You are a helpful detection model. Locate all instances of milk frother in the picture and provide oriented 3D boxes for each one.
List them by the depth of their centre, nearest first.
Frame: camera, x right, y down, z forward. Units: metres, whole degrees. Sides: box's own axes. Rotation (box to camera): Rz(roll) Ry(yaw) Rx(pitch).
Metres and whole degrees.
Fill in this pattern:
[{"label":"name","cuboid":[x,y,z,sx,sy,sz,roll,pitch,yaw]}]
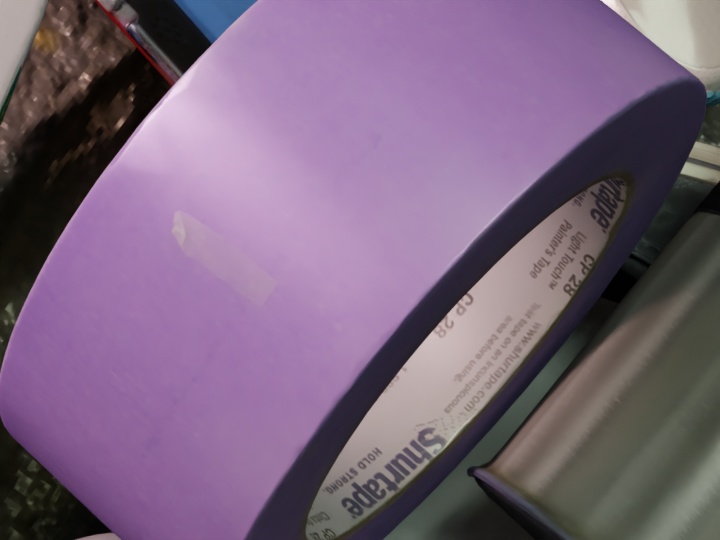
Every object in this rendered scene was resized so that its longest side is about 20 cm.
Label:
[{"label":"milk frother","cuboid":[0.133,0.020,0.697,0.188,0.200,0.180,-51,47,-5]}]

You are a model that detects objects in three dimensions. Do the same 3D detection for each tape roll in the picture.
[{"label":"tape roll","cuboid":[0.000,0.000,0.671,0.085,0.200,0.200,41,56,15]}]

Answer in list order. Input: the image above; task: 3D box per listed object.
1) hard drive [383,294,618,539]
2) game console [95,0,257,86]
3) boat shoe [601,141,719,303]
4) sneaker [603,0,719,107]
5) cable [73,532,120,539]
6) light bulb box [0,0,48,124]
[{"label":"hard drive","cuboid":[0.083,0.077,0.830,0.132,0.026,0.200,43,58,1]},{"label":"game console","cuboid":[-0.020,-0.154,0.755,0.119,0.173,0.200,22,31,16]},{"label":"boat shoe","cuboid":[0.033,-0.026,0.818,0.200,0.075,0.062,13,81,1]},{"label":"sneaker","cuboid":[0.102,-0.156,0.858,0.076,0.081,0.200,-3,76,-27]},{"label":"cable","cuboid":[-0.052,0.170,0.700,0.200,0.069,0.200,-20,75,-30]},{"label":"light bulb box","cuboid":[-0.220,-0.019,0.688,0.198,0.125,0.200,26,57,-10]}]
